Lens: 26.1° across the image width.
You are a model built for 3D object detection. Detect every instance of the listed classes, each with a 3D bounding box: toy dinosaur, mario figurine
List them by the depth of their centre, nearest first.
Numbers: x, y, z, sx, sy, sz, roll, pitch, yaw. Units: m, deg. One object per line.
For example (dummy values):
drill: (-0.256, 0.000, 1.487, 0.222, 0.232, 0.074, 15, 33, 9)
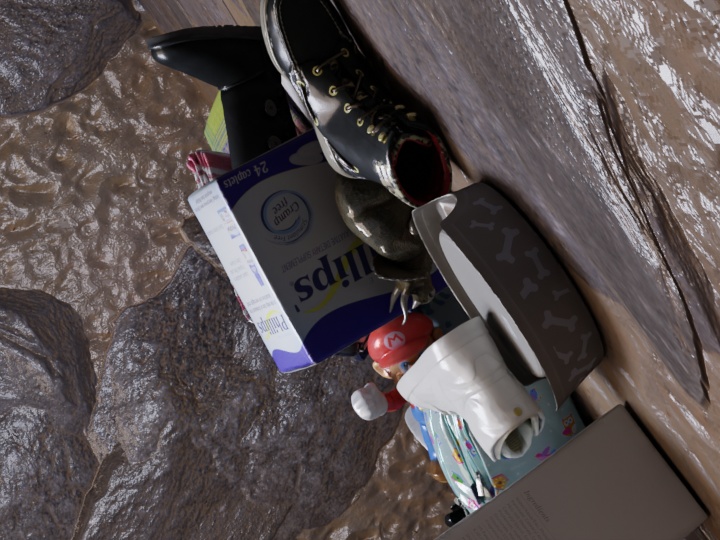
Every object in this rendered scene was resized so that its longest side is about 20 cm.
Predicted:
toy dinosaur: (0.024, -0.059, 1.430, 0.200, 0.102, 0.077, 55, 175, -3)
mario figurine: (0.072, 0.130, 1.575, 0.106, 0.123, 0.200, 1, 132, 44)

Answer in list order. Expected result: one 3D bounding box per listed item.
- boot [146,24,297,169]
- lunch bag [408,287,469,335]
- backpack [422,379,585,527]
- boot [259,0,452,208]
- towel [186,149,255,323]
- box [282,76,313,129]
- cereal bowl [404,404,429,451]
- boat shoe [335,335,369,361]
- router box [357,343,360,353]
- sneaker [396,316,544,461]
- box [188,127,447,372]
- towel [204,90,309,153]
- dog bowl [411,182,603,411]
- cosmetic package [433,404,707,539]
boot: (-0.129, -0.144, 1.572, 0.066, 0.165, 0.200, -4, 94, 49)
lunch bag: (0.089, 0.055, 1.708, 0.161, 0.082, 0.200, 54, 177, -19)
backpack: (0.144, 0.152, 1.504, 0.127, 0.167, 0.200, 4, 123, 63)
boot: (0.000, -0.149, 1.308, 0.154, 0.073, 0.204, 35, 155, 55)
towel: (-0.104, -0.029, 1.628, 0.146, 0.030, 0.200, 9, -123, -59)
box: (-0.055, -0.186, 1.727, 0.119, 0.041, 0.200, 58, 177, -24)
cereal bowl: (0.153, 0.187, 1.747, 0.200, 0.083, 0.200, 34, -168, -8)
boat shoe: (0.000, 0.000, 1.639, 0.075, 0.200, 0.093, 15, 162, 10)
router box: (-0.045, -0.026, 1.748, 0.157, 0.052, 0.200, 31, 114, 50)
sneaker: (0.096, 0.119, 1.340, 0.116, 0.074, 0.200, 56, 167, 9)
box: (-0.035, -0.032, 1.511, 0.200, 0.184, 0.105, 62, 157, -4)
towel: (-0.103, -0.133, 1.738, 0.200, 0.023, 0.144, 52, 133, 28)
dog bowl: (0.121, 0.016, 1.249, 0.200, 0.059, 0.200, 54, 175, 6)
cosmetic package: (0.175, 0.234, 1.344, 0.123, 0.200, 0.199, 52, 175, 14)
